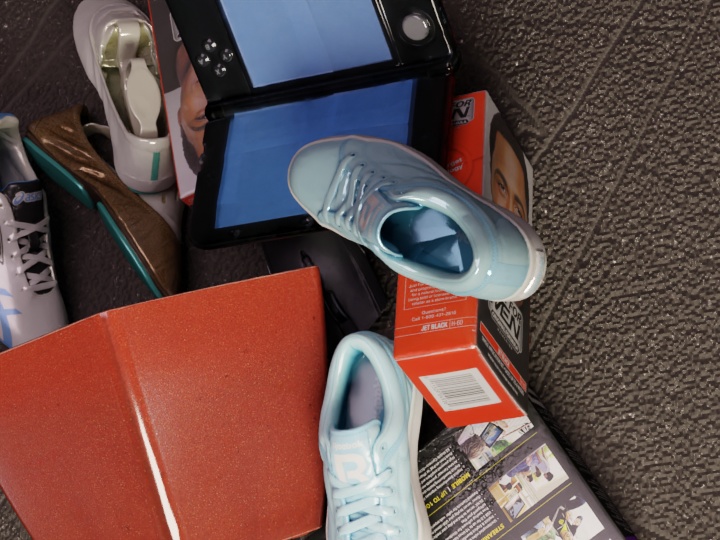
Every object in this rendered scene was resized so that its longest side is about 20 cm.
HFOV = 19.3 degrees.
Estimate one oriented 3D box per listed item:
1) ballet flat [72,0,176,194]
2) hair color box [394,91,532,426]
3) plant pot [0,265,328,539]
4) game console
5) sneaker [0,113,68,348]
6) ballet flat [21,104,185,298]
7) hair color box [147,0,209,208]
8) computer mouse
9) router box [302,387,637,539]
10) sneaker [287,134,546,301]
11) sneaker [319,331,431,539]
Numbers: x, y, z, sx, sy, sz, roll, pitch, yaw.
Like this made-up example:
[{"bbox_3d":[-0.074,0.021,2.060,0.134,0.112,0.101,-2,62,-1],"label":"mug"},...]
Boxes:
[{"bbox_3d":[-0.173,-0.151,1.612,0.069,0.069,0.201,-28,55,15],"label":"ballet flat"},{"bbox_3d":[0.072,-0.008,1.433,0.061,0.102,0.202,-10,56,21],"label":"hair color box"},{"bbox_3d":[-0.133,0.118,1.461,0.199,0.199,0.178,-21,84,45],"label":"plant pot"},{"bbox_3d":[-0.044,-0.127,1.430,0.198,0.119,0.174,-8,118,27],"label":"game console"},{"bbox_3d":[-0.264,-0.024,1.615,0.072,0.071,0.202,-25,81,46],"label":"sneaker"},{"bbox_3d":[-0.179,-0.060,1.621,0.072,0.068,0.200,-38,60,-11],"label":"ballet flat"},{"bbox_3d":[-0.093,-0.142,1.578,0.101,0.061,0.202,-23,59,16],"label":"hair color box"},{"bbox_3d":[0.000,0.000,1.529,0.140,0.046,0.202,-27,68,16],"label":"computer mouse"},{"bbox_3d":[0.073,0.193,1.446,0.199,0.051,0.150,-38,66,8],"label":"router box"},{"bbox_3d":[0.021,-0.040,1.337,0.199,0.082,0.075,23,98,33],"label":"sneaker"},{"bbox_3d":[-0.001,0.137,1.407,0.073,0.082,0.202,-12,68,22],"label":"sneaker"}]
